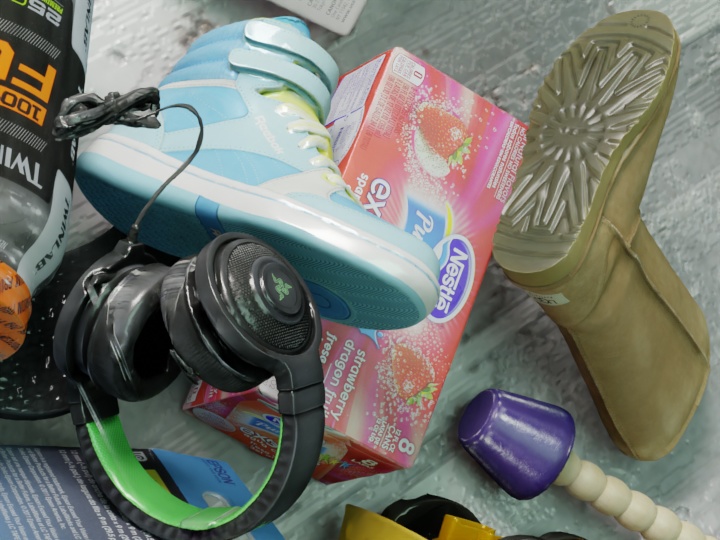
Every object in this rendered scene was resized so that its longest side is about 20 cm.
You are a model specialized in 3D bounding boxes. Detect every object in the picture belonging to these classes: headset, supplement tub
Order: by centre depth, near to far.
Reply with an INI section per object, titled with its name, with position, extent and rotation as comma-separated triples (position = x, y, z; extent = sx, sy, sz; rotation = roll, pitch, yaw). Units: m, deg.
[headset]
position = -0.085, 0.021, 0.844
extent = 0.094, 0.123, 0.200
rotation = -12, 95, -58
[supplement tub]
position = -0.188, -0.064, 0.887
extent = 0.122, 0.123, 0.200
rotation = 15, 59, -24

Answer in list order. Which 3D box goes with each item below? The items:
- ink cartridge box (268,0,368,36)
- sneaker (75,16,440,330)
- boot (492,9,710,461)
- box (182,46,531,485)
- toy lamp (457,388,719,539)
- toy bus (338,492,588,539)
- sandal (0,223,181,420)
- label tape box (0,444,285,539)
[ink cartridge box]
position = -0.057, -0.235, 1.008
extent = 0.200, 0.050, 0.161
rotation = 25, 109, -15
[sneaker]
position = -0.027, -0.057, 0.927
extent = 0.200, 0.080, 0.131
rotation = 23, 64, 26
[boot]
position = 0.147, -0.016, 1.058
extent = 0.175, 0.066, 0.200
rotation = -61, 142, -17
[box]
position = 0.000, 0.000, 1.008
extent = 0.095, 0.100, 0.200
rotation = 29, 68, -19
[toy lamp]
position = 0.140, 0.127, 1.082
extent = 0.200, 0.058, 0.058
rotation = 34, 67, -20
[toy bus]
position = 0.075, 0.226, 0.996
extent = 0.200, 0.136, 0.192
rotation = 17, 86, -26
[sandal]
position = -0.129, 0.020, 0.968
extent = 0.075, 0.048, 0.200
rotation = 50, 49, 6
[label tape box]
position = -0.136, 0.136, 0.883
extent = 0.200, 0.143, 0.066
rotation = 6, 110, -27
